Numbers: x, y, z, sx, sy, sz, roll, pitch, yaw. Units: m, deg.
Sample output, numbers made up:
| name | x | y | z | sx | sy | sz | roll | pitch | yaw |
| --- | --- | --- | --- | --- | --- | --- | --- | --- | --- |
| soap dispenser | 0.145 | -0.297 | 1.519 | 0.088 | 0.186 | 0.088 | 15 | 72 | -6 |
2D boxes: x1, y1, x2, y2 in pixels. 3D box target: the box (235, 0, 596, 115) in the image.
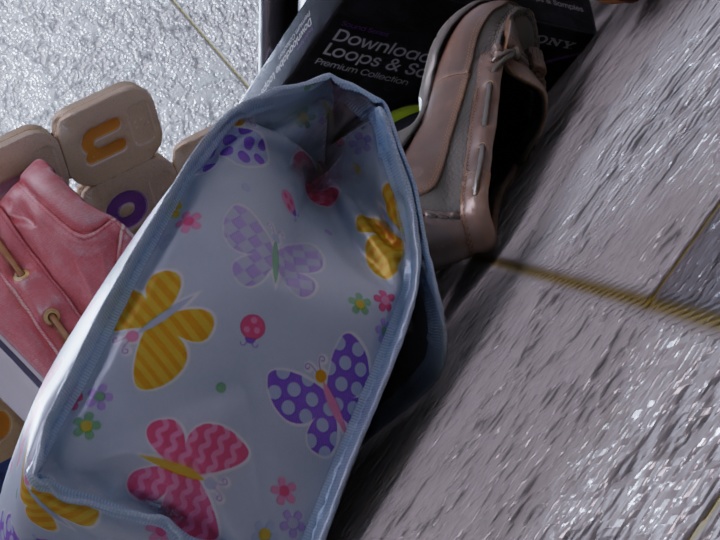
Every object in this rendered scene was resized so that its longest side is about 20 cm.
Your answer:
| name | x | y | z | sx | sy | sz | roll | pitch | yaw |
| --- | --- | --- | --- | --- | --- | --- | --- | --- | --- |
| box | 0.014 | -0.089 | 1.029 | 0.200 | 0.142 | 0.036 | -52 | 39 | 44 |

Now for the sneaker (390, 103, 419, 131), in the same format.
| name | x | y | z | sx | sy | sz | roll | pitch | yaw |
| --- | --- | --- | --- | --- | --- | --- | --- | --- | --- |
| sneaker | 0.000 | 0.000 | 1.017 | 0.200 | 0.074 | 0.081 | -54 | 20 | 24 |

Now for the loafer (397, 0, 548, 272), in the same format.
| name | x | y | z | sx | sy | sz | roll | pitch | yaw |
| --- | --- | --- | --- | --- | --- | --- | --- | --- | --- |
| loafer | 0.058 | -0.060 | 0.870 | 0.063 | 0.072 | 0.200 | -4 | 33 | 26 |

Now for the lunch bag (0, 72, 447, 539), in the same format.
| name | x | y | z | sx | sy | sz | roll | pitch | yaw |
| --- | --- | --- | --- | --- | --- | --- | --- | --- | --- |
| lunch bag | -0.048 | 0.041 | 0.730 | 0.201 | 0.127 | 0.170 | -68 | 8 | -29 |

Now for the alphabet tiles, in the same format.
| name | x | y | z | sx | sy | sz | roll | pitch | yaw |
| --- | --- | --- | --- | --- | --- | --- | --- | --- | --- |
| alphabet tiles | -0.122 | 0.009 | 0.928 | 0.195 | 0.201 | 0.015 | -28 | 39 | -19 |

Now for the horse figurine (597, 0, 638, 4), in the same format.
| name | x | y | z | sx | sy | sz | roll | pitch | yaw |
| --- | --- | --- | --- | --- | --- | --- | --- | --- | --- |
| horse figurine | 0.111 | -0.179 | 0.888 | 0.050 | 0.132 | 0.201 | -32 | 29 | 30 |

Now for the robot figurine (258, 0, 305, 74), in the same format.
| name | x | y | z | sx | sy | sz | roll | pitch | yaw |
| --- | --- | --- | --- | --- | --- | --- | --- | --- | --- |
| robot figurine | 0.022 | -0.150 | 1.146 | 0.150 | 0.124 | 0.201 | 1 | 88 | 62 |

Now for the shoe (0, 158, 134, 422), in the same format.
| name | x | y | z | sx | sy | sz | roll | pitch | yaw |
| --- | --- | --- | --- | --- | --- | --- | --- | --- | --- |
| shoe | -0.101 | 0.043 | 0.839 | 0.091 | 0.200 | 0.071 | -47 | -10 | -6 |

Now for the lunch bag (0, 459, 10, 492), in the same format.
| name | x | y | z | sx | sy | sz | roll | pitch | yaw |
| --- | --- | --- | --- | --- | --- | --- | --- | --- | --- |
| lunch bag | -0.192 | 0.185 | 1.146 | 0.136 | 0.132 | 0.200 | -57 | -2 | 13 |
